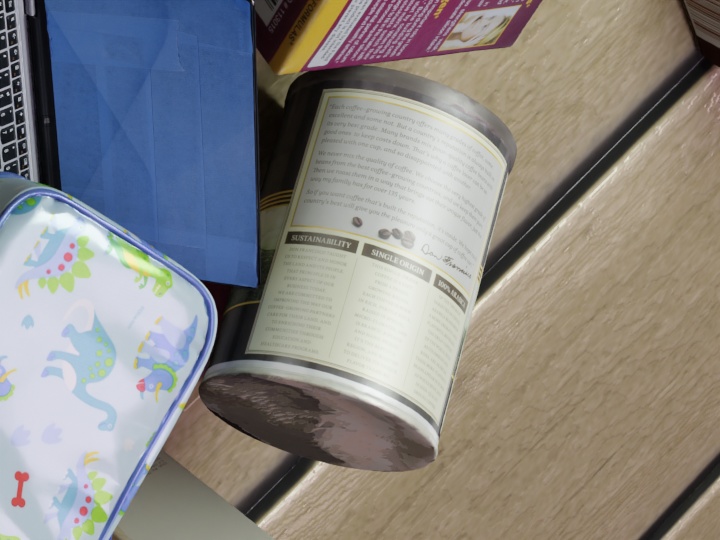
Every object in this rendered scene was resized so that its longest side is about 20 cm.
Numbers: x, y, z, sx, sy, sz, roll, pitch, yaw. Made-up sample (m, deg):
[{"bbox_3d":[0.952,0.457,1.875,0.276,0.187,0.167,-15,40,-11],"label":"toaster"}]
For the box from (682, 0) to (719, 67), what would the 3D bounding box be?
[{"bbox_3d":[0.340,-0.238,1.594,0.200,0.164,0.166,-48,141,-11],"label":"box"}]

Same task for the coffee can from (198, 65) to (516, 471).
[{"bbox_3d":[0.000,0.000,1.352,0.146,0.146,0.201,45,54,-52],"label":"coffee can"}]

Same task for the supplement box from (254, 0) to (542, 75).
[{"bbox_3d":[0.027,-0.199,1.303,0.199,0.103,0.131,-11,148,-43],"label":"supplement box"}]

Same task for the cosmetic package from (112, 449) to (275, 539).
[{"bbox_3d":[-0.097,0.200,1.404,0.073,0.200,0.104,-31,135,-29],"label":"cosmetic package"}]

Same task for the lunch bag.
[{"bbox_3d":[-0.177,0.064,1.199,0.160,0.082,0.201,33,82,-31],"label":"lunch bag"}]

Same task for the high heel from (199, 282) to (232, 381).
[{"bbox_3d":[-0.041,0.007,1.431,0.199,0.067,0.096,-23,142,-31],"label":"high heel"}]

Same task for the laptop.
[{"bbox_3d":[-0.167,-0.054,1.218,0.199,0.116,0.188,-26,132,-33],"label":"laptop"}]
